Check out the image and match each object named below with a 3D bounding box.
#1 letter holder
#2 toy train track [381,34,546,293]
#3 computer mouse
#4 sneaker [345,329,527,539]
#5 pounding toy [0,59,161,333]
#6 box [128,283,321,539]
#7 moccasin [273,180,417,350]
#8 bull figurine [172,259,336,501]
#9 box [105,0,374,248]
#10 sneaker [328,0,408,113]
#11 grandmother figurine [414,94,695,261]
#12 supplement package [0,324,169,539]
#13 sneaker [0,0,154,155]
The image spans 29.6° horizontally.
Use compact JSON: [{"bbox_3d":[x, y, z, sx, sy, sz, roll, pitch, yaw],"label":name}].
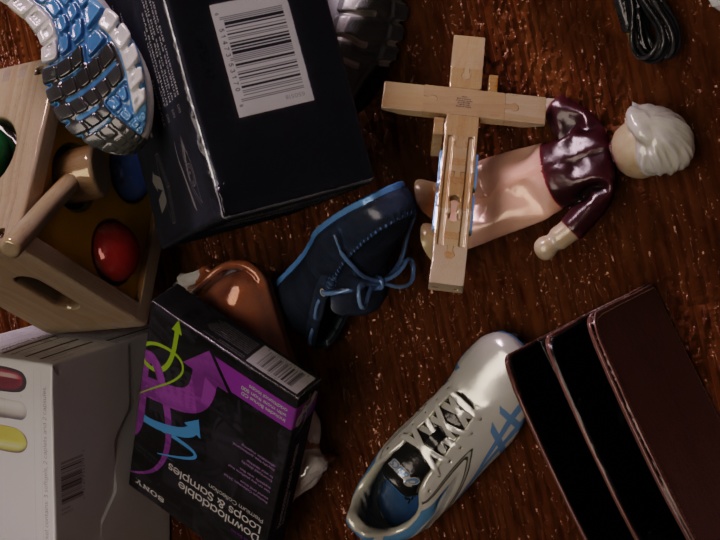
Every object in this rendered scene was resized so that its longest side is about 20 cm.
[{"bbox_3d":[0.178,0.128,0.906,0.100,0.142,0.202,-29,84,28],"label":"letter holder"},{"bbox_3d":[0.067,-0.072,0.935,0.113,0.033,0.202,6,61,2],"label":"toy train track"},{"bbox_3d":[0.251,-0.205,0.871,0.198,0.044,0.111,-11,92,29],"label":"computer mouse"},{"bbox_3d":[0.060,0.130,1.011,0.072,0.072,0.201,42,113,18],"label":"sneaker"},{"bbox_3d":[-0.231,-0.051,1.030,0.141,0.200,0.186,-6,64,28],"label":"pounding toy"},{"bbox_3d":[-0.109,0.127,1.049,0.142,0.036,0.201,30,131,22],"label":"box"},{"bbox_3d":[0.000,0.000,0.998,0.069,0.080,0.200,63,155,12],"label":"moccasin"},{"bbox_3d":[-0.090,0.086,1.079,0.120,0.065,0.202,-3,107,32],"label":"bull figurine"},{"bbox_3d":[-0.096,-0.133,0.975,0.200,0.116,0.199,167,88,-69],"label":"box"},{"bbox_3d":[-0.023,-0.219,1.008,0.115,0.075,0.202,20,97,29],"label":"sneaker"},{"bbox_3d":[0.135,-0.067,0.949,0.198,0.060,0.123,-17,75,27],"label":"grandmother figurine"},{"bbox_3d":[-0.246,0.152,1.131,0.110,0.155,0.202,6,101,28],"label":"supplement package"},{"bbox_3d":[-0.193,-0.161,0.975,0.075,0.087,0.201,-33,68,7],"label":"sneaker"}]
